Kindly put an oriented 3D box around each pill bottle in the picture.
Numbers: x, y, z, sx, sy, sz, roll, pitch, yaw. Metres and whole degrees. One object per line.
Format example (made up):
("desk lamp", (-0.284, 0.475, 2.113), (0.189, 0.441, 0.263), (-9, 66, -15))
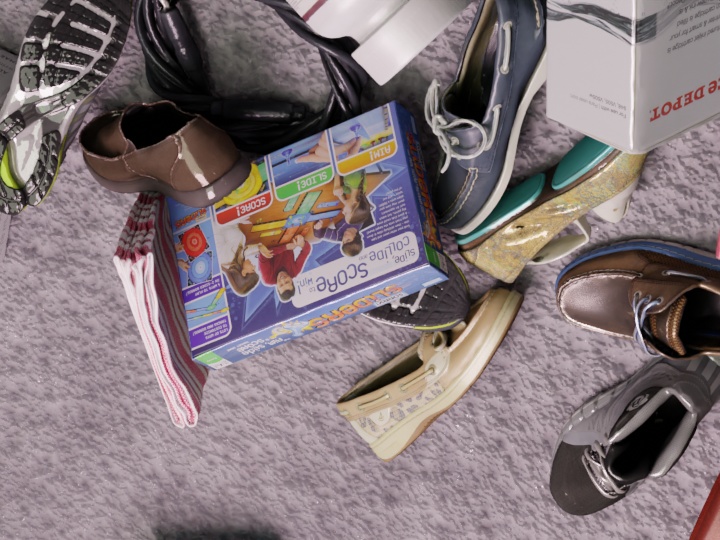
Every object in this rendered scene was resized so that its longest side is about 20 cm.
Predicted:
("pill bottle", (-0.019, -0.233, 1.574), (0.200, 0.110, 0.110), (47, 127, -4))

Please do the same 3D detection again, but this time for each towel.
("towel", (-0.138, 0.014, 1.724), (0.030, 0.200, 0.147), (-14, 112, 10))

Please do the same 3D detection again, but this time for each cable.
("cable", (-0.082, -0.156, 1.684), (0.200, 0.051, 0.163), (42, 127, -1))

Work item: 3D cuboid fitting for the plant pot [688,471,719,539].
("plant pot", (0.330, 0.201, 1.600), (0.199, 0.200, 0.177), (13, 110, 20))

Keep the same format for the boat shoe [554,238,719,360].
("boat shoe", (0.226, 0.024, 1.617), (0.199, 0.072, 0.073), (0, 116, 26))

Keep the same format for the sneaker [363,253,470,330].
("sneaker", (0.000, 0.000, 1.701), (0.199, 0.081, 0.074), (20, 83, 30))

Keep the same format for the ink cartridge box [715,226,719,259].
("ink cartridge box", (0.325, -0.107, 1.450), (0.145, 0.145, 0.201), (15, 121, 19))

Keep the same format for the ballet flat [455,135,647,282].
("ballet flat", (0.152, -0.051, 1.621), (0.071, 0.071, 0.200), (50, 129, -6))

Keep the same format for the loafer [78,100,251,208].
("loafer", (-0.153, -0.102, 1.701), (0.200, 0.073, 0.071), (13, 138, 52))

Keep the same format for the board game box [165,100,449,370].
("board game box", (-0.042, -0.024, 1.651), (0.199, 0.034, 0.136), (-21, 64, 22))

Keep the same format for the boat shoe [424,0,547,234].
("boat shoe", (0.083, -0.113, 1.601), (0.075, 0.062, 0.200), (61, 138, 41))

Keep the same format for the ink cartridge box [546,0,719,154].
("ink cartridge box", (0.194, -0.195, 1.457), (0.083, 0.146, 0.201), (26, 128, 41))

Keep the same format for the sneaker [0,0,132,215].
("sneaker", (-0.236, -0.142, 1.748), (0.074, 0.081, 0.200), (29, 102, -8))

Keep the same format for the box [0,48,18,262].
("box", (-0.384, -0.097, 1.819), (0.199, 0.131, 0.199), (25, 125, 12))

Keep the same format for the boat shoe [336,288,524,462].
("boat shoe", (0.051, 0.073, 1.731), (0.063, 0.073, 0.200), (40, 127, -2))

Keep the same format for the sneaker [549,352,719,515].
("sneaker", (0.188, 0.133, 1.669), (0.075, 0.116, 0.200), (39, 126, 2))
